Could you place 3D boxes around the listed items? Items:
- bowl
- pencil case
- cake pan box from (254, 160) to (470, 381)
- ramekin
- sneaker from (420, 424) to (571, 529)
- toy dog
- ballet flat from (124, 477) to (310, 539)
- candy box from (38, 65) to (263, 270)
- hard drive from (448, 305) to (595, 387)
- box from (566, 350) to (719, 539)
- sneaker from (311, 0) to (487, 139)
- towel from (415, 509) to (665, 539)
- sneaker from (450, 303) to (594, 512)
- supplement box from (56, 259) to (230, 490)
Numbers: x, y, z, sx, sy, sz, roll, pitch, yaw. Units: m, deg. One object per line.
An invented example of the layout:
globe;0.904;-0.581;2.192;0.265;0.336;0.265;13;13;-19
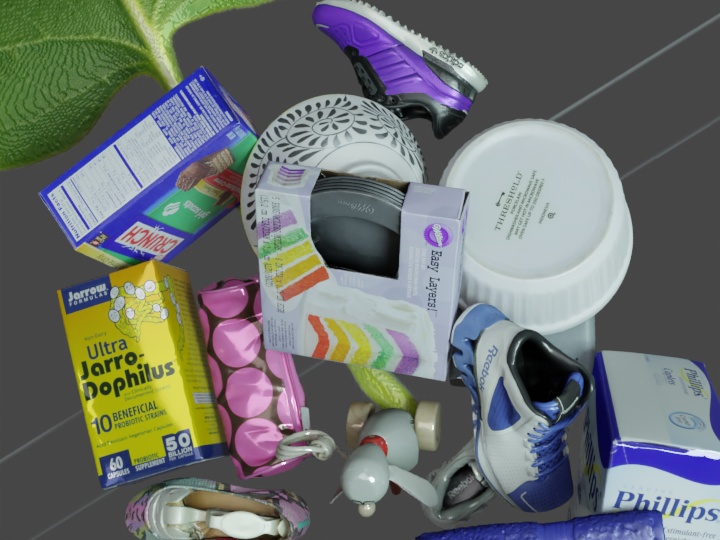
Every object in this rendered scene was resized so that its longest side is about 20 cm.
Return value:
bowl;-0.009;-0.064;1.019;0.198;0.094;0.204;-4;104;-19
pencil case;-0.101;0.102;1.067;0.093;0.090;0.203;-23;81;44
cake pan box;0.000;0.000;0.952;0.181;0.202;0.053;9;41;7
ramekin;0.158;-0.048;0.997;0.199;0.094;0.205;-3;70;7
sneaker;0.137;0.174;1.027;0.075;0.081;0.200;43;89;12
toy dog;0.018;0.189;1.004;0.130;0.199;0.098;3;102;33
ballet flat;-0.150;0.246;1.066;0.197;0.071;0.070;1;85;9
candy box;-0.190;-0.089;1.059;0.199;0.169;0.077;-36;75;4
hard drive;0.159;0.014;1.043;0.137;0.033;0.203;1;70;9
box;0.244;0.199;0.920;0.103;0.184;0.203;8;109;5
sneaker;0.022;-0.201;1.090;0.198;0.070;0.100;30;91;11
towel;0.146;0.267;0.823;0.197;0.050;0.150;-8;83;10
sneaker;0.152;0.131;0.931;0.080;0.115;0.202;-27;108;-23
supplement box;-0.215;0.105;1.071;0.107;0.110;0.203;-17;81;6
